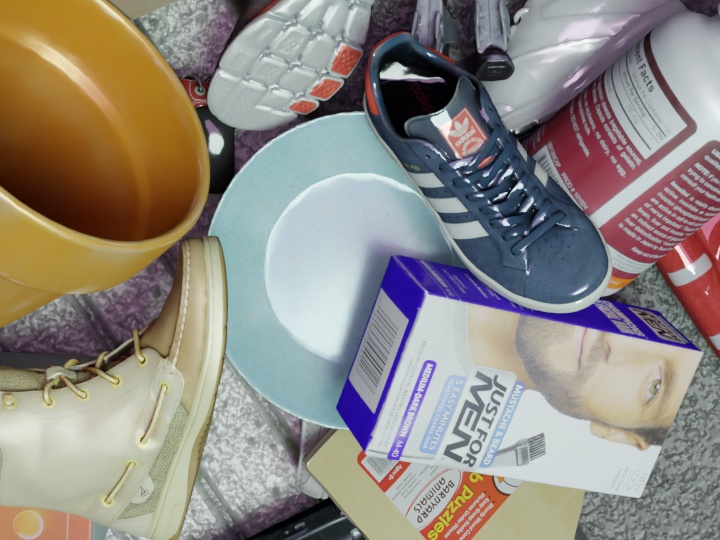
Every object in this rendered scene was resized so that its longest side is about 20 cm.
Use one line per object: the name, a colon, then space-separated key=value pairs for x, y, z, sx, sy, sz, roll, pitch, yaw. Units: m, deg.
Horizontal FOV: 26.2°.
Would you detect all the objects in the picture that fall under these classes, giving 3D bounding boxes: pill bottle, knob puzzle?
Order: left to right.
knob puzzle: x=0.077 y=0.131 z=1.057 sx=0.219 sy=0.030 sz=0.220 roll=-3 pitch=97 yaw=-27
pill bottle: x=0.189 y=-0.082 z=0.945 sx=0.113 sy=0.113 sz=0.200 roll=45 pitch=120 yaw=-8

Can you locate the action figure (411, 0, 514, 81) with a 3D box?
action figure: x=0.067 y=-0.222 z=0.988 sx=0.130 sy=0.069 sz=0.200 roll=-1 pitch=85 yaw=16

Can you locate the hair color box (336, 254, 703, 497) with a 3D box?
hair color box: x=0.098 y=0.067 z=0.951 sx=0.200 sy=0.065 sz=0.109 roll=11 pitch=109 yaw=-26

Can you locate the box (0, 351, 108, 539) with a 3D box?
box: x=-0.268 y=0.122 z=1.026 sx=0.200 sy=0.097 sz=0.125 roll=3 pitch=99 yaw=-3

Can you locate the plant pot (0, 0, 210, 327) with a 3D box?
plant pot: x=-0.221 y=-0.050 z=0.898 sx=0.200 sy=0.200 sz=0.183 roll=47 pitch=123 yaw=-8

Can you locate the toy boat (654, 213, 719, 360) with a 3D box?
toy boat: x=0.275 y=-0.003 z=1.010 sx=0.130 sy=0.131 sz=0.200 roll=-35 pitch=99 yaw=4

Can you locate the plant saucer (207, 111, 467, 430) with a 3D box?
plant saucer: x=0.000 y=0.000 z=0.989 sx=0.201 sy=0.039 sz=0.201 roll=0 pitch=93 yaw=-5

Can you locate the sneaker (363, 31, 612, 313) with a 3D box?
sneaker: x=0.067 y=-0.060 z=0.897 sx=0.075 sy=0.085 sz=0.200 roll=-40 pitch=69 yaw=-10

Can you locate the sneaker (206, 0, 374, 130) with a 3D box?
sneaker: x=-0.030 y=-0.177 z=0.973 sx=0.077 sy=0.082 sz=0.200 roll=27 pitch=113 yaw=-31

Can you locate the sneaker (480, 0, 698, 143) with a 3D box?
sneaker: x=0.122 y=-0.135 z=1.024 sx=0.200 sy=0.075 sz=0.087 roll=-32 pitch=78 yaw=3

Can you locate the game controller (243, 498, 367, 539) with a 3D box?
game controller: x=-0.065 y=0.224 z=1.068 sx=0.200 sy=0.042 sz=0.104 roll=-26 pitch=136 yaw=3

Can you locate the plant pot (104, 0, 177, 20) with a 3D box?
plant pot: x=-0.125 y=-0.259 z=0.904 sx=0.200 sy=0.200 sz=0.177 roll=-41 pitch=108 yaw=-19

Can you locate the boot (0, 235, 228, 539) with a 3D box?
boot: x=-0.165 y=0.064 z=0.930 sx=0.155 sy=0.073 sz=0.200 roll=11 pitch=111 yaw=-10

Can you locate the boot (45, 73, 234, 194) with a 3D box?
boot: x=-0.148 y=-0.140 z=1.008 sx=0.144 sy=0.072 sz=0.200 roll=-13 pitch=99 yaw=-8

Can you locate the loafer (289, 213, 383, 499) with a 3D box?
loafer: x=-0.028 y=0.053 z=1.043 sx=0.070 sy=0.070 sz=0.200 roll=7 pitch=93 yaw=4
